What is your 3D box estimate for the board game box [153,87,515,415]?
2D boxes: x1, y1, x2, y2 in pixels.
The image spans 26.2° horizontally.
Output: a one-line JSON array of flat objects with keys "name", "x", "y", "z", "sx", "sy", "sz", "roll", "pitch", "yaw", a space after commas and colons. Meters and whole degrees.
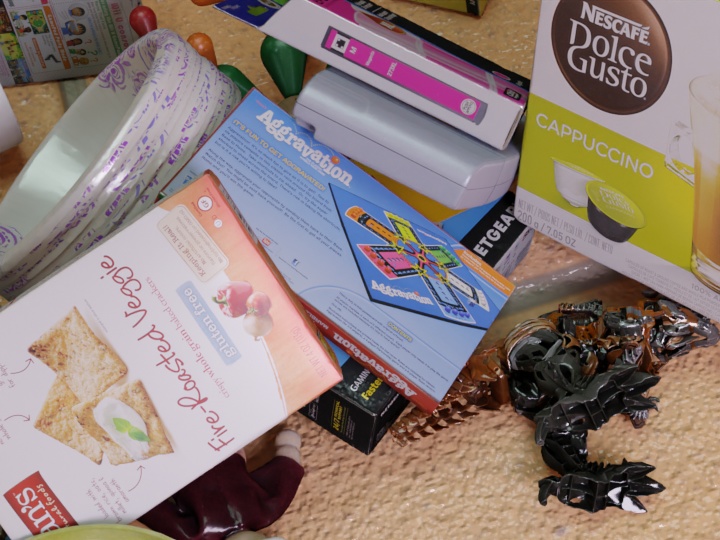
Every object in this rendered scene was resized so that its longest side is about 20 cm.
[{"name": "board game box", "x": -0.013, "y": -0.014, "z": 0.909, "sx": 0.200, "sy": 0.019, "sz": 0.103, "roll": 37, "pitch": 56, "yaw": 1}]

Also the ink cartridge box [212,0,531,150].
[{"name": "ink cartridge box", "x": 0.012, "y": -0.139, "z": 0.968, "sx": 0.199, "sy": 0.037, "sz": 0.095, "roll": 24, "pitch": 19, "yaw": 3}]

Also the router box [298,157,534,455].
[{"name": "router box", "x": 0.000, "y": 0.000, "z": 0.973, "sx": 0.149, "sy": 0.051, "sz": 0.200, "roll": 30, "pitch": 54, "yaw": 16}]

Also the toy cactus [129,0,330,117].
[{"name": "toy cactus", "x": -0.057, "y": -0.131, "z": 1.101, "sx": 0.199, "sy": 0.102, "sz": 0.166, "roll": -5, "pitch": 71, "yaw": -27}]

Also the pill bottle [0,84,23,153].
[{"name": "pill bottle", "x": -0.350, "y": -0.091, "z": 1.096, "sx": 0.199, "sy": 0.115, "sz": 0.114, "roll": -28, "pitch": 52, "yaw": -13}]

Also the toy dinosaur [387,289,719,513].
[{"name": "toy dinosaur", "x": 0.121, "y": 0.072, "z": 0.918, "sx": 0.199, "sy": 0.102, "sz": 0.136, "roll": -34, "pitch": 36, "yaw": 5}]

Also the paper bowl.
[{"name": "paper bowl", "x": -0.150, "y": -0.048, "z": 0.998, "sx": 0.200, "sy": 0.104, "sz": 0.201, "roll": -41, "pitch": 23, "yaw": 22}]

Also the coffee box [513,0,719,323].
[{"name": "coffee box", "x": 0.234, "y": -0.114, "z": 0.932, "sx": 0.199, "sy": 0.199, "sz": 0.200, "roll": 28, "pitch": 44, "yaw": 28}]

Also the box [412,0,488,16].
[{"name": "box", "x": 0.016, "y": -0.259, "z": 1.215, "sx": 0.199, "sy": 0.050, "sz": 0.075, "roll": 17, "pitch": 56, "yaw": 22}]

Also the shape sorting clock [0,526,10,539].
[{"name": "shape sorting clock", "x": -0.255, "y": 0.112, "z": 0.962, "sx": 0.199, "sy": 0.039, "sz": 0.201, "roll": -5, "pitch": 50, "yaw": 6}]

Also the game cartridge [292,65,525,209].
[{"name": "game cartridge", "x": 0.042, "y": -0.094, "z": 0.989, "sx": 0.132, "sy": 0.042, "sz": 0.200, "roll": 23, "pitch": 19, "yaw": 6}]

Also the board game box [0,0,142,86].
[{"name": "board game box", "x": -0.275, "y": -0.214, "z": 1.165, "sx": 0.199, "sy": 0.148, "sz": 0.065, "roll": -5, "pitch": 47, "yaw": 5}]

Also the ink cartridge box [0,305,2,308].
[{"name": "ink cartridge box", "x": -0.299, "y": 0.105, "z": 0.903, "sx": 0.144, "sy": 0.084, "sz": 0.201, "roll": -2, "pitch": 60, "yaw": 15}]

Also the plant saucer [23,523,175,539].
[{"name": "plant saucer", "x": -0.143, "y": 0.221, "z": 0.765, "sx": 0.199, "sy": 0.031, "sz": 0.201, "roll": -7, "pitch": 52, "yaw": 9}]

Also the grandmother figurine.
[{"name": "grandmother figurine", "x": -0.088, "y": 0.123, "z": 0.915, "sx": 0.121, "sy": 0.061, "sz": 0.200, "roll": -19, "pitch": 52, "yaw": -15}]

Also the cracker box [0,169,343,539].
[{"name": "cracker box", "x": -0.128, "y": 0.055, "z": 0.844, "sx": 0.199, "sy": 0.134, "sz": 0.058, "roll": -34, "pitch": 8, "yaw": 1}]
